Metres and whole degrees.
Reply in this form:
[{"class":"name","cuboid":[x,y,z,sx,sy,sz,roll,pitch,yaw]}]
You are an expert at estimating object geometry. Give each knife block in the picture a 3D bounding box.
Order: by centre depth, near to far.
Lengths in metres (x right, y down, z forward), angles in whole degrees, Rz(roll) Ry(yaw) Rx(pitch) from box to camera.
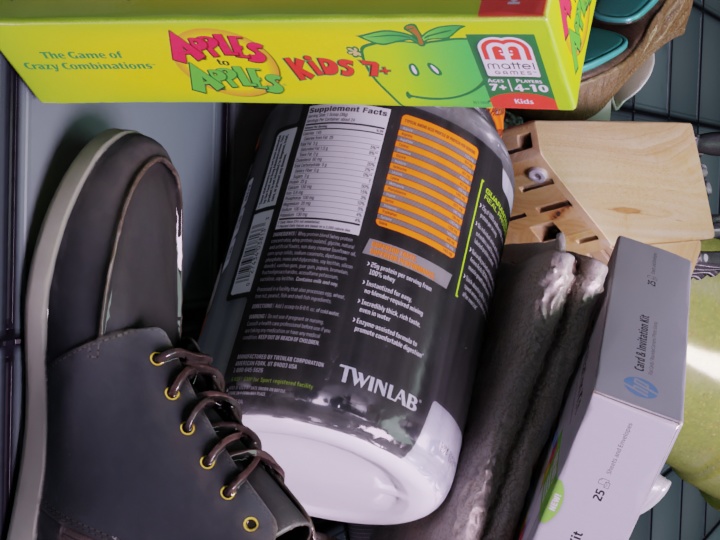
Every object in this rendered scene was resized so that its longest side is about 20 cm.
[{"class":"knife block","cuboid":[0.153,-0.057,0.929,0.200,0.064,0.176,47,49,-27]}]

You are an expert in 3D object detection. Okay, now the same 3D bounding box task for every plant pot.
[{"class":"plant pot","cuboid":[0.202,0.043,1.100,0.200,0.183,0.201,-160,-90,-79]}]

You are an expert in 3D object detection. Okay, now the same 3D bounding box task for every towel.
[{"class":"towel","cuboid":[0.049,0.080,0.739,0.132,0.034,0.201,170,-60,-78]}]

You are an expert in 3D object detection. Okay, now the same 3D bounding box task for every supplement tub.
[{"class":"supplement tub","cuboid":[0.000,0.000,0.719,0.123,0.122,0.201,59,40,-54]}]

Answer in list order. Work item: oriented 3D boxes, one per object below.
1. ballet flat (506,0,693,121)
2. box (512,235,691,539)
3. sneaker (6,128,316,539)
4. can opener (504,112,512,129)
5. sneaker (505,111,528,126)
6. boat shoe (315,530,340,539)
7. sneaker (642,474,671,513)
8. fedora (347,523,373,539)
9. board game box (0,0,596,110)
[{"class":"ballet flat","cuboid":[0.140,-0.122,0.955,0.200,0.068,0.073,-44,136,-40]},{"class":"box","cuboid":[0.092,0.105,0.717,0.156,0.041,0.201,-63,173,-63]},{"class":"sneaker","cuboid":[-0.062,0.050,0.590,0.075,0.106,0.201,15,79,-68]},{"class":"can opener","cuboid":[0.102,-0.047,0.965,0.199,0.066,0.053,26,55,-38]},{"class":"sneaker","cuboid":[0.111,-0.141,1.018,0.078,0.091,0.201,52,46,-57]},{"class":"boat shoe","cuboid":[-0.049,0.185,0.693,0.200,0.069,0.074,-64,149,-44]},{"class":"sneaker","cuboid":[0.123,0.098,1.005,0.081,0.146,0.201,-23,115,-66]},{"class":"fedora","cuboid":[0.048,0.111,0.897,0.177,0.090,0.201,-44,139,-57]},{"class":"board game box","cuboid":[-0.019,-0.110,0.549,0.048,0.199,0.102,59,40,-54]}]
